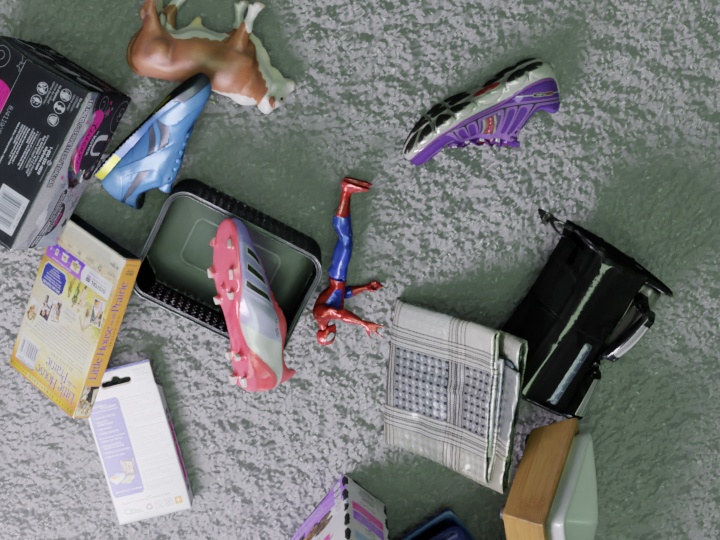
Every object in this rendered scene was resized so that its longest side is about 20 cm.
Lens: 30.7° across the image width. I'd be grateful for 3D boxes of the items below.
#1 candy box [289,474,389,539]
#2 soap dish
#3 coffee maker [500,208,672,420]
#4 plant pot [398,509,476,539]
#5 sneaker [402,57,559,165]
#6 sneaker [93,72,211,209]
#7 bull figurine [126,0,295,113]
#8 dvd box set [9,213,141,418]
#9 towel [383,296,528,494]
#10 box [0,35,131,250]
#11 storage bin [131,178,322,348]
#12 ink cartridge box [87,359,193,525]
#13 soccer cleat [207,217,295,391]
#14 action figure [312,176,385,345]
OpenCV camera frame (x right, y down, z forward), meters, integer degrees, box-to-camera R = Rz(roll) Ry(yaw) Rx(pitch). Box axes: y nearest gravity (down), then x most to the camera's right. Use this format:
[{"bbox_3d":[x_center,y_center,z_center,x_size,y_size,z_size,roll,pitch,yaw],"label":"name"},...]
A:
[{"bbox_3d":[-0.042,0.362,1.574,0.071,0.200,0.168,38,99,-10],"label":"candy box"},{"bbox_3d":[0.228,0.296,1.567,0.080,0.158,0.201,8,137,21],"label":"soap dish"},{"bbox_3d":[0.236,0.053,1.553,0.191,0.135,0.201,32,101,-5],"label":"coffee maker"},{"bbox_3d":[0.097,0.426,1.606,0.199,0.180,0.201,-36,102,5],"label":"plant pot"},{"bbox_3d":[0.144,-0.169,1.524,0.199,0.081,0.084,-26,109,3],"label":"sneaker"},{"bbox_3d":[-0.220,-0.145,1.496,0.078,0.066,0.200,44,122,-11],"label":"sneaker"},{"bbox_3d":[-0.166,-0.253,1.497,0.198,0.065,0.123,11,99,-7],"label":"bull figurine"},{"bbox_3d":[-0.335,0.051,1.530,0.029,0.146,0.202,7,107,-49],"label":"dvd box set"},{"bbox_3d":[0.105,0.146,1.554,0.199,0.034,0.195,17,107,40],"label":"towel"},{"bbox_3d":[-0.371,-0.141,1.474,0.131,0.115,0.201,31,101,10],"label":"box"},{"bbox_3d":[-0.155,-0.005,1.540,0.199,0.094,0.136,26,100,-9],"label":"storage bin"},{"bbox_3d":[-0.277,0.209,1.614,0.094,0.037,0.202,-13,106,2],"label":"ink cartridge box"},{"bbox_3d":[-0.121,0.037,1.480,0.076,0.066,0.202,-12,99,-31],"label":"soccer cleat"},{"bbox_3d":[0.000,0.000,1.560,0.098,0.065,0.202,16,102,3],"label":"action figure"}]
